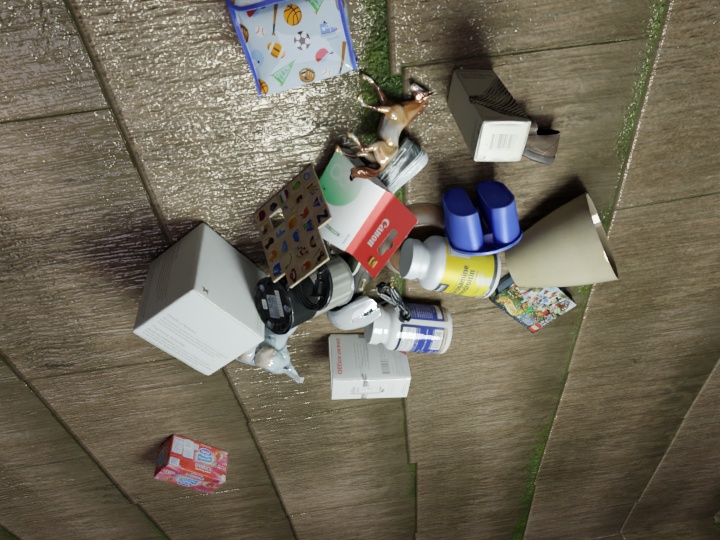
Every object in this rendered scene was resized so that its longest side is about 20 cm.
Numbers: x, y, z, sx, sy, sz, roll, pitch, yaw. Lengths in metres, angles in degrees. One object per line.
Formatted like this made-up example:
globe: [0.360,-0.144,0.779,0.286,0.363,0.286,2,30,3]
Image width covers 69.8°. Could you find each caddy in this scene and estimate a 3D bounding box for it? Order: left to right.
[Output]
caddy: [0.236,-0.096,1.015,0.138,0.201,0.107,-11,116,6]

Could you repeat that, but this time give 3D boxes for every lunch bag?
lunch bag: [-0.104,-0.383,0.760,0.166,0.125,0.203,-13,118,4]

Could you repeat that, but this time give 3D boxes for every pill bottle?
pill bottle: [0.113,0.137,1.250,0.195,0.117,0.117,7,131,-13]
pill bottle: [0.185,-0.010,1.084,0.196,0.113,0.113,9,130,-16]

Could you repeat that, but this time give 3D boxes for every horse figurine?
horse figurine: [0.035,-0.247,0.914,0.130,0.050,0.204,17,97,-28]

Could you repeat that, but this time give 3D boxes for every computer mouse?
computer mouse: [0.007,0.095,1.154,0.197,0.044,0.110,-21,120,26]

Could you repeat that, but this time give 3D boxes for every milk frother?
milk frother: [-0.082,0.030,1.038,0.187,0.198,0.184,-24,126,-45]

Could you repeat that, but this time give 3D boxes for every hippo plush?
hippo plush: [-0.195,0.142,1.165,0.196,0.164,0.159,21,164,-8]

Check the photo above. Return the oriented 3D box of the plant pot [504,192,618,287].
plant pot: [0.421,-0.041,1.112,0.197,0.190,0.187,-21,133,29]

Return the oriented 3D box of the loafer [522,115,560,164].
loafer: [0.290,-0.260,0.963,0.196,0.074,0.072,9,122,-24]

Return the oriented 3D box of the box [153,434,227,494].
box: [-0.514,0.594,1.577,0.198,0.101,0.095,33,121,-31]

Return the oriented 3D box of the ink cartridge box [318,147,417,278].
ink cartridge box: [-0.009,-0.104,0.981,0.050,0.201,0.162,-17,151,-52]

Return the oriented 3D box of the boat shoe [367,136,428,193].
boat shoe: [0.039,-0.179,1.001,0.071,0.072,0.199,42,112,-18]

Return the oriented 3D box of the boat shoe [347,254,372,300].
boat shoe: [0.000,0.000,1.146,0.059,0.073,0.203,10,137,-15]

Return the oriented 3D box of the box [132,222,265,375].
box: [-0.320,0.060,1.064,0.170,0.201,0.200,-32,130,20]

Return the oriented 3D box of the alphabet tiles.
alphabet tiles: [-0.123,-0.077,0.977,0.166,0.203,0.007,-35,149,23]

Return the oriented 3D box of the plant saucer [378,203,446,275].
plant saucer: [0.129,-0.053,1.138,0.195,0.037,0.203,-4,131,-5]

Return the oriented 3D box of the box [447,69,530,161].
box: [0.206,-0.261,0.853,0.080,0.202,0.069,-2,133,-7]

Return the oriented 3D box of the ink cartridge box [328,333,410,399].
ink cartridge box: [0.018,0.239,1.306,0.195,0.148,0.084,0,132,-7]

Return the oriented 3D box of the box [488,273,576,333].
box: [0.426,0.068,1.285,0.198,0.038,0.136,33,120,-31]
